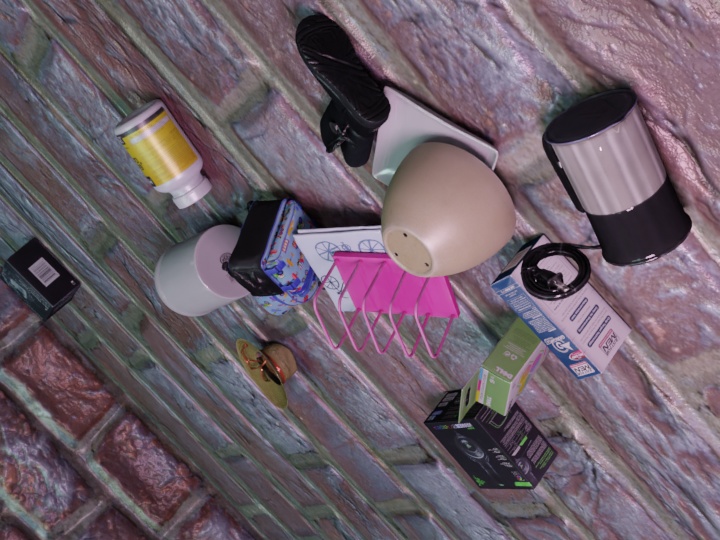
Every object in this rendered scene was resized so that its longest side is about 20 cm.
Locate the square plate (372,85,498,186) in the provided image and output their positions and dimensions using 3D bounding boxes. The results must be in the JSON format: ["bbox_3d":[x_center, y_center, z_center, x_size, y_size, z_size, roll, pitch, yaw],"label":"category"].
[{"bbox_3d":[0.111,-0.165,1.421,0.198,0.028,0.200,33,148,17],"label":"square plate"}]

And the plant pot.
[{"bbox_3d":[0.107,-0.068,1.387,0.200,0.134,0.200,31,148,22],"label":"plant pot"}]

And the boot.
[{"bbox_3d":[-0.041,-0.263,1.427,0.200,0.076,0.168,53,158,6],"label":"boot"}]

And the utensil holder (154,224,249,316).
[{"bbox_3d":[-0.321,-0.001,2.002,0.170,0.170,0.200,51,147,-13],"label":"utensil holder"}]

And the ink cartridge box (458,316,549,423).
[{"bbox_3d":[0.235,0.161,1.510,0.059,0.200,0.104,30,148,22],"label":"ink cartridge box"}]

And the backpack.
[{"bbox_3d":[-0.138,-0.016,1.764,0.134,0.183,0.200,-4,142,31],"label":"backpack"}]

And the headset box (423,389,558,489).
[{"bbox_3d":[0.251,0.326,1.807,0.200,0.093,0.174,50,150,-13],"label":"headset box"}]

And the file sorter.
[{"bbox_3d":[0.042,0.063,1.594,0.200,0.125,0.139,3,136,28],"label":"file sorter"}]

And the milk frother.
[{"bbox_3d":[0.272,-0.086,1.162,0.180,0.200,0.188,2,130,54],"label":"milk frother"}]

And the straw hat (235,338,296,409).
[{"bbox_3d":[-0.199,0.218,2.213,0.201,0.085,0.201,41,150,30],"label":"straw hat"}]

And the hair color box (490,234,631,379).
[{"bbox_3d":[0.298,0.056,1.404,0.200,0.100,0.061,46,150,-5],"label":"hair color box"}]

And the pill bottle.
[{"bbox_3d":[-0.379,-0.223,1.843,0.112,0.112,0.200,-4,126,52],"label":"pill bottle"}]

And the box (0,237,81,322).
[{"bbox_3d":[-0.970,0.031,2.859,0.197,0.117,0.200,46,151,-6],"label":"box"}]

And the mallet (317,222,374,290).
[{"bbox_3d":[-0.023,-0.022,1.699,0.200,0.041,0.066,-28,108,42],"label":"mallet"}]

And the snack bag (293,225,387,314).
[{"bbox_3d":[0.000,0.000,1.667,0.188,0.021,0.200,-3,132,33],"label":"snack bag"}]
